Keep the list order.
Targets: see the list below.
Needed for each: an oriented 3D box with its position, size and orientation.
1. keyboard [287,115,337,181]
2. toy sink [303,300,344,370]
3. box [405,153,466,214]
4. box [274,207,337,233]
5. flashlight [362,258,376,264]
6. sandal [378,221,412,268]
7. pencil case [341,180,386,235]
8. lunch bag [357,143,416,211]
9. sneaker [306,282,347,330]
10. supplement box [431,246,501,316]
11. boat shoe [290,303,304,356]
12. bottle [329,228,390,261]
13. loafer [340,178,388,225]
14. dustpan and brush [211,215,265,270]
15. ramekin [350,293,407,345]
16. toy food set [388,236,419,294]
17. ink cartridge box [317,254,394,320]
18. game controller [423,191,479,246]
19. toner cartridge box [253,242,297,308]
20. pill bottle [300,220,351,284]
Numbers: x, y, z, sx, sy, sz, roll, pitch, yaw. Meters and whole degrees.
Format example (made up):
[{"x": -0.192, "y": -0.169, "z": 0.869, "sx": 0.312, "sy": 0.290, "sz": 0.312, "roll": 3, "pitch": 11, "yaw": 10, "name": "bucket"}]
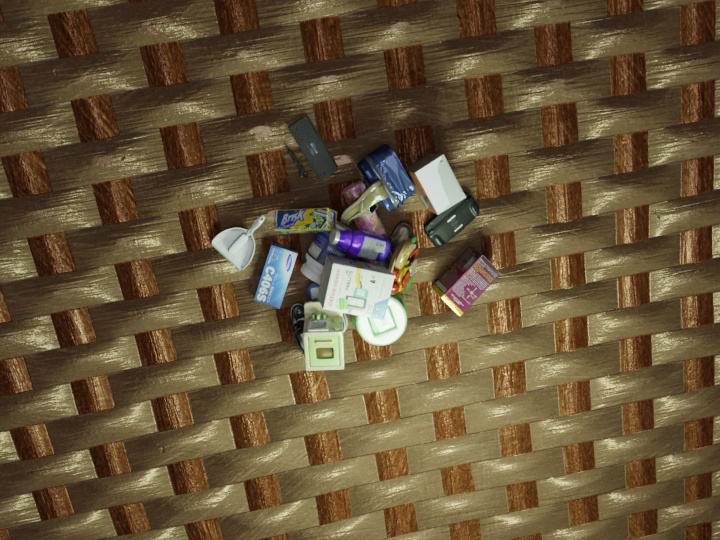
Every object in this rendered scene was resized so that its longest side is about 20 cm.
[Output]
[{"x": -0.171, "y": -0.381, "z": 1.674, "sx": 0.126, "sy": 0.021, "sz": 0.201, "roll": -33, "pitch": 103, "yaw": -3, "name": "keyboard"}, {"x": -0.119, "y": 0.213, "z": 1.684, "sx": 0.128, "sy": 0.112, "sz": 0.203, "roll": -1, "pitch": 112, "yaw": -2, "name": "toy sink"}, {"x": 0.231, "y": -0.278, "z": 1.642, "sx": 0.106, "sy": 0.200, "sz": 0.153, "roll": -31, "pitch": 103, "yaw": 2, "name": "box"}, {"x": -0.176, "y": -0.157, "z": 1.648, "sx": 0.197, "sy": 0.064, "sz": 0.071, "roll": 1, "pitch": 84, "yaw": 26, "name": "box"}, {"x": 0.000, "y": 0.000, "z": 1.756, "sx": 0.068, "sy": 0.068, "sz": 0.201, "roll": 26, "pitch": 105, "yaw": -38, "name": "flashlight"}, {"x": 0.122, "y": -0.069, "z": 1.754, "sx": 0.081, "sy": 0.055, "sz": 0.202, "roll": 24, "pitch": 99, "yaw": -10, "name": "sandal"}, {"x": 0.012, "y": -0.192, "z": 1.702, "sx": 0.087, "sy": 0.087, "sz": 0.202, "roll": -26, "pitch": 104, "yaw": 1, "name": "pencil case"}, {"x": 0.080, "y": -0.286, "z": 1.659, "sx": 0.131, "sy": 0.136, "sz": 0.201, "roll": -32, "pitch": 105, "yaw": 3, "name": "lunch bag"}, {"x": -0.108, "y": 0.126, "z": 1.760, "sx": 0.075, "sy": 0.088, "sz": 0.200, "roll": -39, "pitch": 102, "yaw": 6, "name": "sneaker"}, {"x": 0.356, "y": 0.035, "z": 1.763, "sx": 0.103, "sy": 0.131, "sz": 0.200, "roll": 42, "pitch": 97, "yaw": -14, "name": "supplement box"}, {"x": -0.196, "y": 0.215, "z": 1.782, "sx": 0.073, "sy": 0.066, "sz": 0.202, "roll": -9, "pitch": 103, "yaw": -3, "name": "boat shoe"}, {"x": -0.003, "y": -0.085, "z": 1.633, "sx": 0.198, "sy": 0.065, "sz": 0.084, "roll": 13, "pitch": 111, "yaw": -29, "name": "bottle"}, {"x": 0.010, "y": -0.198, "z": 1.601, "sx": 0.068, "sy": 0.076, "sz": 0.200, "roll": 46, "pitch": 130, "yaw": -2, "name": "loafer"}, {"x": -0.380, "y": -0.108, "z": 1.694, "sx": 0.139, "sy": 0.057, "sz": 0.200, "roll": 43, "pitch": 95, "yaw": -13, "name": "dustpan and brush"}, {"x": 0.067, "y": 0.158, "z": 1.778, "sx": 0.197, "sy": 0.098, "sz": 0.203, "roll": -1, "pitch": 103, "yaw": -5, "name": "ramekin"}, {"x": 0.143, "y": -0.015, "z": 1.708, "sx": 0.048, "sy": 0.198, "sz": 0.203, "roll": 19, "pitch": 106, "yaw": 20, "name": "toy food set"}, {"x": -0.019, "y": 0.050, "z": 1.612, "sx": 0.197, "sy": 0.146, "sz": 0.149, "roll": 11, "pitch": 100, "yaw": -14, "name": "ink cartridge box"}, {"x": 0.312, "y": -0.172, "z": 1.763, "sx": 0.199, "sy": 0.042, "sz": 0.104, "roll": -40, "pitch": 118, "yaw": 5, "name": "game controller"}, {"x": -0.285, "y": 0.018, "z": 1.741, "sx": 0.094, "sy": 0.043, "sz": 0.202, "roll": 17, "pitch": 100, "yaw": -10, "name": "toner cartridge box"}, {"x": -0.110, "y": -0.062, "z": 1.703, "sx": 0.115, "sy": 0.116, "sz": 0.201, "roll": 30, "pitch": 99, "yaw": -11, "name": "pill bottle"}]
